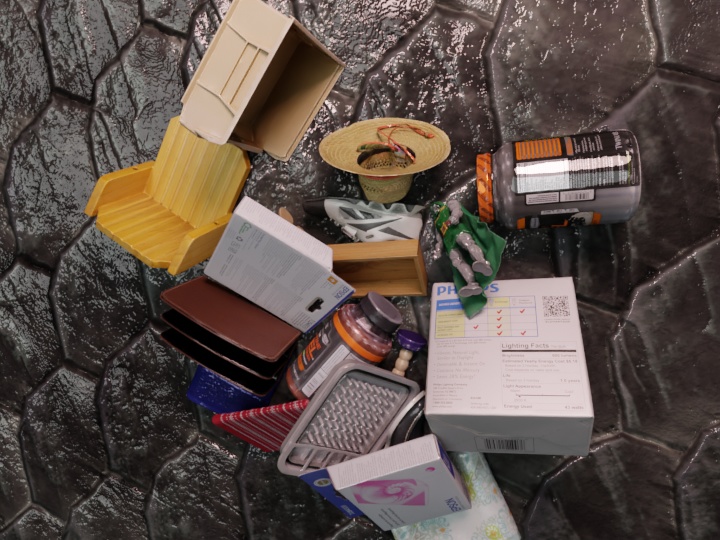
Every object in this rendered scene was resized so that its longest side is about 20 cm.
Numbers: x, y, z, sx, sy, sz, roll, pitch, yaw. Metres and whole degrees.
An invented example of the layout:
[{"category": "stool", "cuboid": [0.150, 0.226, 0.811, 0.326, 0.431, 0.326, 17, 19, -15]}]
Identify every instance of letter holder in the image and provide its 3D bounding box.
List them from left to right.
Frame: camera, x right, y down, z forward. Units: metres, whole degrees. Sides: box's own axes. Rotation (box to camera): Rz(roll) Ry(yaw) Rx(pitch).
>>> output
[{"category": "letter holder", "cuboid": [-0.216, 0.110, 0.807, 0.199, 0.142, 0.101, 29, 104, 5]}]

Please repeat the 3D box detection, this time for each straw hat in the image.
[{"category": "straw hat", "cuboid": [0.039, -0.147, 0.758, 0.199, 0.202, 0.086, 10, 129, 15]}]

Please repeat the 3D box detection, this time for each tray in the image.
[{"category": "tray", "cuboid": [0.000, 0.000, 0.809, 0.198, 0.099, 0.037, -2, 52, 17]}]

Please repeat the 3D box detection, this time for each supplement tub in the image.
[{"category": "supplement tub", "cuboid": [-0.023, 0.128, 0.821, 0.107, 0.107, 0.200, 43, 106, 8]}, {"category": "supplement tub", "cuboid": [0.262, -0.120, 0.704, 0.198, 0.122, 0.124, -3, 95, 17]}]

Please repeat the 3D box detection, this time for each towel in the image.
[{"category": "towel", "cuboid": [-0.208, 0.170, 0.914, 0.147, 0.050, 0.201, 27, 102, 4]}, {"category": "towel", "cuboid": [-0.126, 0.253, 0.839, 0.199, 0.145, 0.023, -17, 47, 27]}, {"category": "towel", "cuboid": [0.133, 0.386, 0.837, 0.199, 0.048, 0.172, -26, 89, 17]}]

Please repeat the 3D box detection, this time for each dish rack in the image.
[{"category": "dish rack", "cuboid": [-0.020, 0.220, 0.765, 0.201, 0.171, 0.044, -56, 38, 11]}]

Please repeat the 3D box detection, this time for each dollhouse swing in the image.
[{"category": "dollhouse swing", "cuboid": [-0.312, -0.138, 0.852, 0.199, 0.182, 0.177, 34, 124, 10]}]

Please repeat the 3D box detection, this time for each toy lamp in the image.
[{"category": "toy lamp", "cuboid": [0.048, 0.197, 0.835, 0.058, 0.058, 0.202, 21, 101, 13]}]

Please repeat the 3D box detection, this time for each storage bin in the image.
[{"category": "storage bin", "cuboid": [-0.141, -0.268, 0.763, 0.093, 0.200, 0.199, 37, 105, 10]}]

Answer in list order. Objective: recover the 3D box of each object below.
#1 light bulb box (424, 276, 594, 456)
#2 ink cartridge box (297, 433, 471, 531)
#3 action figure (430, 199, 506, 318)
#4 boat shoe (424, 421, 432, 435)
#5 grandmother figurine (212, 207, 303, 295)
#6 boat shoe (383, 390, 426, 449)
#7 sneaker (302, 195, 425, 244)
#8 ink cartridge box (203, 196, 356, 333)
[{"category": "light bulb box", "cuboid": [0.196, 0.128, 0.699, 0.196, 0.125, 0.201, -3, 50, 17]}, {"category": "ink cartridge box", "cuboid": [0.042, 0.316, 0.732, 0.199, 0.044, 0.197, -21, 134, 10]}, {"category": "action figure", "cuboid": [0.136, -0.044, 0.727, 0.054, 0.201, 0.119, 12, 121, -17]}, {"category": "boat shoe", "cuboid": [0.159, 0.233, 0.786, 0.198, 0.070, 0.072, 5, 72, 22]}, {"category": "grandmother figurine", "cuboid": [-0.179, -0.011, 0.879, 0.199, 0.061, 0.122, -36, 94, 19]}, {"category": "boat shoe", "cuboid": [0.071, 0.267, 0.781, 0.060, 0.075, 0.201, 38, 130, 26]}, {"category": "sneaker", "cuboid": [-0.002, -0.070, 0.811, 0.198, 0.074, 0.089, 9, 97, 15]}, {"category": "ink cartridge box", "cuboid": [-0.123, 0.002, 0.780, 0.199, 0.041, 0.200, 34, 143, -12]}]
